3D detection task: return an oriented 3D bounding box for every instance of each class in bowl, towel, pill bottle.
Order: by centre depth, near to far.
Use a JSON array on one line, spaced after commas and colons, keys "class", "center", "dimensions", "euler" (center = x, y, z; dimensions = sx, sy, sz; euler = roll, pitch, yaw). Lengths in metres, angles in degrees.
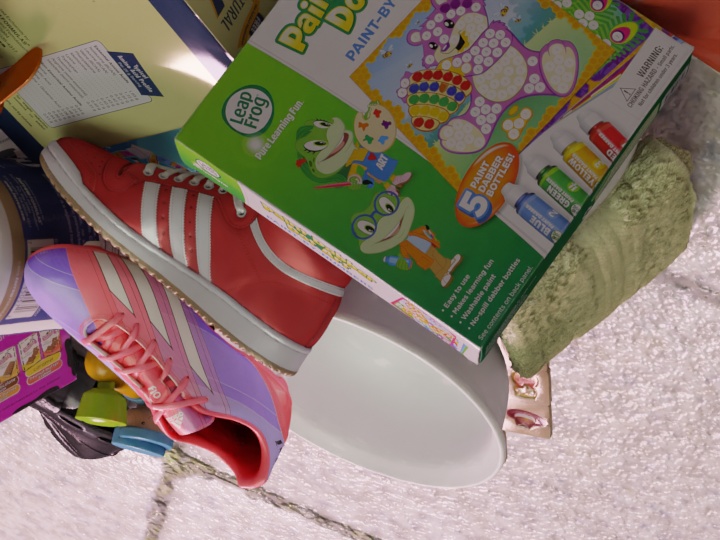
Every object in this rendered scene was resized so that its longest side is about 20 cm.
[{"class": "towel", "center": [0.135, -0.005, 1.130], "dimensions": [0.036, 0.148, 0.200], "euler": [50, 179, 16]}, {"class": "bowl", "center": [0.015, 0.047, 1.207], "dimensions": [0.201, 0.090, 0.201], "euler": [22, 153, 12]}, {"class": "pill bottle", "center": [-0.204, -0.017, 1.214], "dimensions": [0.111, 0.111, 0.200], "euler": [-3, -179, 32]}]

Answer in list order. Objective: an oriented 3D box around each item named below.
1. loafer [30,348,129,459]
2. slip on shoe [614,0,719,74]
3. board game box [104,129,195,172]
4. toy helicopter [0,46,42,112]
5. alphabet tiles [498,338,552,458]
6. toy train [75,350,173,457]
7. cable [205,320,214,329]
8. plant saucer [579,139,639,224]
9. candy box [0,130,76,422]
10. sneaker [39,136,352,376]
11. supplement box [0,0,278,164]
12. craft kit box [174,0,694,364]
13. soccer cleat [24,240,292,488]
[{"class": "loafer", "center": [-0.248, 0.087, 1.570], "dimensions": [0.070, 0.068, 0.201], "euler": [-9, 139, 27]}, {"class": "slip on shoe", "center": [0.159, -0.158, 1.026], "dimensions": [0.200, 0.061, 0.074], "euler": [38, 140, -22]}, {"class": "board game box", "center": [-0.170, -0.083, 1.319], "dimensions": [0.151, 0.047, 0.200], "euler": [15, 144, 12]}, {"class": "toy helicopter", "center": [-0.263, -0.114, 1.100], "dimensions": [0.132, 0.079, 0.200], "euler": [23, 158, -15]}, {"class": "alphabet tiles", "center": [0.033, 0.061, 1.300], "dimensions": [0.200, 0.008, 0.167], "euler": [9, 134, 18]}, {"class": "toy train", "center": [-0.185, 0.062, 1.409], "dimensions": [0.085, 0.116, 0.200], "euler": [4, 164, 24]}, {"class": "cable", "center": [-0.090, 0.056, 1.359], "dimensions": [0.050, 0.200, 0.097], "euler": [-40, 106, 11]}, {"class": "plant saucer", "center": [0.057, -0.095, 1.064], "dimensions": [0.200, 0.200, 0.050], "euler": [19, 164, 7]}, {"class": "candy box", "center": [-0.275, 0.013, 1.300], "dimensions": [0.061, 0.136, 0.200], "euler": [28, 134, 38]}, {"class": "sneaker", "center": [-0.084, -0.042, 1.102], "dimensions": [0.200, 0.113, 0.071], "euler": [38, -172, 11]}, {"class": "supplement box", "center": [-0.155, -0.189, 1.098], "dimensions": [0.200, 0.134, 0.200], "euler": [-10, 134, 38]}, {"class": "craft kit box", "center": [0.039, -0.088, 1.011], "dimensions": [0.197, 0.200, 0.049], "euler": [33, 170, 12]}, {"class": "soccer cleat", "center": [-0.119, 0.055, 1.143], "dimensions": [0.067, 0.077, 0.200], "euler": [-30, 126, 33]}]
